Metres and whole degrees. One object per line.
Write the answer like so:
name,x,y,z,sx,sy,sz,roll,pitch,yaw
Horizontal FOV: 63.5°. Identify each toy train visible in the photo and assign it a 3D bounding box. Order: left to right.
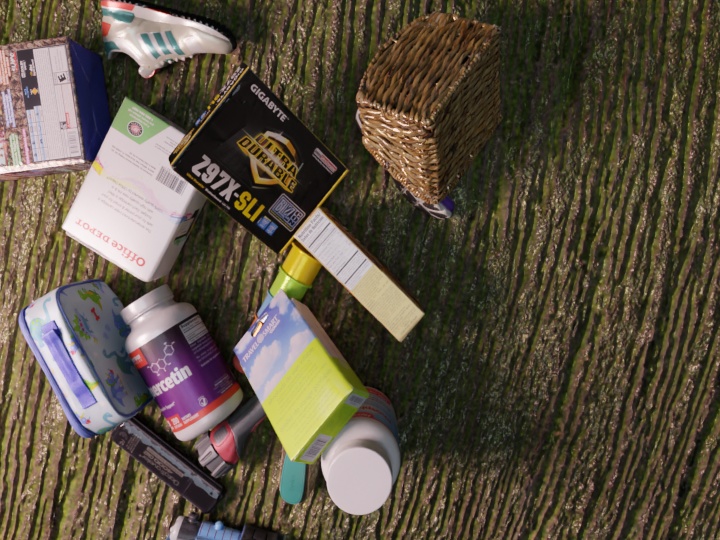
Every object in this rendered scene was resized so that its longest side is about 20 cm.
toy train,-0.212,0.439,0.878,0.194,0.087,0.118,18,90,-2

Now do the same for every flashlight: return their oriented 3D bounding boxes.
flashlight,-0.154,0.217,0.866,0.199,0.068,0.068,-41,102,0

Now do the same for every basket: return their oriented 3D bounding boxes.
basket,0.088,-0.217,0.773,0.140,0.151,0.202,24,65,28

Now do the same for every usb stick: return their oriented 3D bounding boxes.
usb stick,-0.293,0.296,0.891,0.198,0.033,0.056,39,104,-2

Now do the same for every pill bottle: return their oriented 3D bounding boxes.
pill bottle,-0.259,0.129,0.833,0.110,0.112,0.204,-30,94,4
pill bottle,0.001,0.240,0.792,0.104,0.200,0.113,0,96,1

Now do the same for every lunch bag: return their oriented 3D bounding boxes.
lunch bag,-0.373,0.117,0.811,0.081,0.161,0.205,-27,95,4

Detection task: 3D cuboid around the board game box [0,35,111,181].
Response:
board game box,-0.464,-0.218,0.812,0.192,0.097,0.166,-6,96,2

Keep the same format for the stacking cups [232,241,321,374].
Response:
stacking cups,-0.123,0.060,0.847,0.059,0.061,0.204,30,95,-2

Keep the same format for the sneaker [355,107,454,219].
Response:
sneaker,0.076,-0.163,0.815,0.083,0.081,0.203,-36,96,-6

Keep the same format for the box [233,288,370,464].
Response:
box,-0.085,0.135,0.772,0.123,0.047,0.201,-49,49,9

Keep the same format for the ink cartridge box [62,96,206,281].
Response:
ink cartridge box,-0.302,-0.111,0.824,0.142,0.084,0.204,30,95,-2

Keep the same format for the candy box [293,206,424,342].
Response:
candy box,0.000,0.000,0.810,0.199,0.115,0.055,44,95,-3

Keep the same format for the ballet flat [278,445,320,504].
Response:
ballet flat,-0.082,0.242,0.856,0.068,0.065,0.207,18,107,12

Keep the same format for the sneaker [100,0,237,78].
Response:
sneaker,-0.270,-0.316,0.821,0.193,0.071,0.096,14,114,-2

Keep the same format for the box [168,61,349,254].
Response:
box,-0.133,-0.143,0.785,0.160,0.049,0.199,-47,125,3
